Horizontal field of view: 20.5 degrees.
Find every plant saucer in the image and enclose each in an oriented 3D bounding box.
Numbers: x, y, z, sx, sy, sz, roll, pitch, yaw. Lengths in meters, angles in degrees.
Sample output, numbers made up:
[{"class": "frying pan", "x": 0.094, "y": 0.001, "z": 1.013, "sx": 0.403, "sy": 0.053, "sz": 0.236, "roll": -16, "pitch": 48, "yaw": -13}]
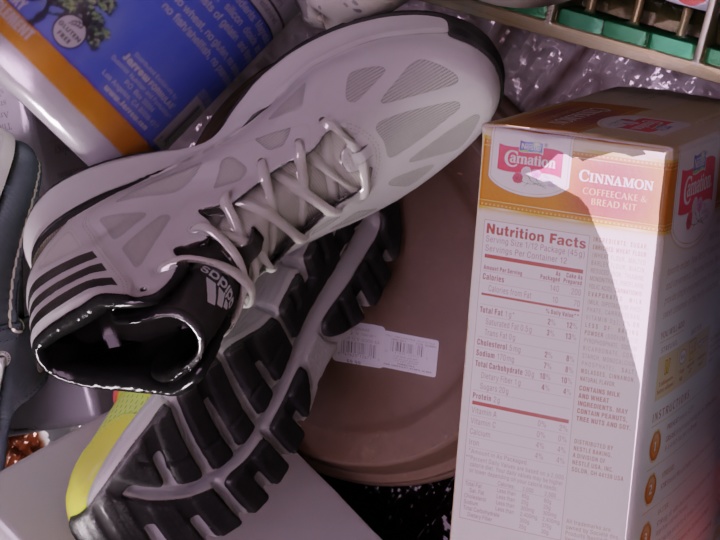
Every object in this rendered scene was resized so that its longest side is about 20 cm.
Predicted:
[{"class": "plant saucer", "x": 0.000, "y": 0.000, "z": 0.871, "sx": 0.200, "sy": 0.029, "sz": 0.201, "roll": 5, "pitch": 102, "yaw": 23}]

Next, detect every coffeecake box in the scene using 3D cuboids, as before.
[{"class": "coffeecake box", "x": 0.097, "y": 0.038, "z": 0.762, "sx": 0.073, "sy": 0.153, "sz": 0.201, "roll": 10, "pitch": 103, "yaw": 24}]

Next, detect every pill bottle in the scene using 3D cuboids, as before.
[{"class": "pill bottle", "x": -0.067, "y": -0.140, "z": 0.800, "sx": 0.112, "sy": 0.112, "sz": 0.200, "roll": 42, "pitch": 86, "yaw": 12}]

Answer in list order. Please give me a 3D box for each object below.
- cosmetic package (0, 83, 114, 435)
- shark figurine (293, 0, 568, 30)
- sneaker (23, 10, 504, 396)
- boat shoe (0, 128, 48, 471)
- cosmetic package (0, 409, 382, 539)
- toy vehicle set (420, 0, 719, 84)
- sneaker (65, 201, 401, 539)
[{"class": "cosmetic package", "x": -0.164, "y": -0.029, "z": 0.910, "sx": 0.101, "sy": 0.074, "sz": 0.201, "roll": -8, "pitch": 98, "yaw": 26}, {"class": "shark figurine", "x": 0.063, "y": -0.146, "z": 0.714, "sx": 0.214, "sy": 0.128, "sz": 0.090, "roll": -10, "pitch": 79, "yaw": 15}, {"class": "sneaker", "x": -0.032, "y": -0.012, "z": 0.720, "sx": 0.200, "sy": 0.115, "sz": 0.076, "roll": -26, "pitch": 123, "yaw": 11}, {"class": "boat shoe", "x": -0.163, "y": 0.037, "z": 0.853, "sx": 0.062, "sy": 0.073, "sz": 0.201, "roll": 13, "pitch": 103, "yaw": -24}, {"class": "cosmetic package", "x": -0.101, "y": 0.182, "z": 0.859, "sx": 0.166, "sy": 0.167, "sz": 0.200, "roll": 45, "pitch": 124, "yaw": 12}, {"class": "toy vehicle set", "x": 0.121, "y": -0.145, "z": 0.788, "sx": 0.200, "sy": 0.027, "sz": 0.125, "roll": 18, "pitch": 107, "yaw": 21}, {"class": "sneaker", "x": -0.065, "y": 0.032, "z": 0.809, "sx": 0.090, "sy": 0.200, "sz": 0.078, "roll": 13, "pitch": 142, "yaw": 33}]
